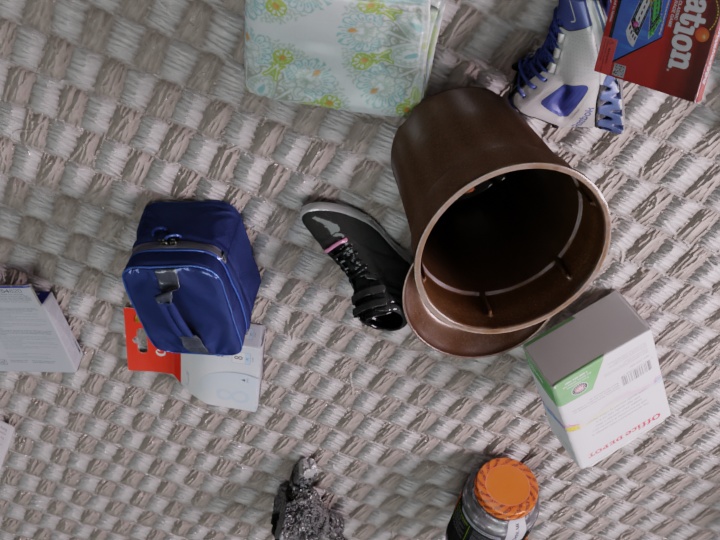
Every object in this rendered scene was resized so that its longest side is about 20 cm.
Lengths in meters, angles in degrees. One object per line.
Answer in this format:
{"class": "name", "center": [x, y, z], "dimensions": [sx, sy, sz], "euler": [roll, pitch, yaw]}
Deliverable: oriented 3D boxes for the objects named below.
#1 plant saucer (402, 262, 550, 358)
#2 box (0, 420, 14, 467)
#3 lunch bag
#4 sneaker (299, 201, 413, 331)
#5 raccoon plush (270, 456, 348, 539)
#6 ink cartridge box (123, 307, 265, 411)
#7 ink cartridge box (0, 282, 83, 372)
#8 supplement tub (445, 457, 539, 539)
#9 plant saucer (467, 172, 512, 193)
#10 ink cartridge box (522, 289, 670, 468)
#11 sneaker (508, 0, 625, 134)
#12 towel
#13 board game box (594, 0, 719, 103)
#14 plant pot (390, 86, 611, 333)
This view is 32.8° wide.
{"class": "plant saucer", "center": [0.146, 0.017, 1.489], "dimensions": [0.199, 0.037, 0.201], "euler": [-4, 121, -7]}
{"class": "box", "center": [-0.699, 0.307, 1.934], "dimensions": [0.199, 0.172, 0.200], "euler": [34, 135, -27]}
{"class": "lunch bag", "center": [-0.209, 0.014, 1.517], "dimensions": [0.135, 0.133, 0.200], "euler": [-1, 140, 12]}
{"class": "sneaker", "center": [0.000, 0.000, 1.488], "dimensions": [0.071, 0.100, 0.200], "euler": [-27, 128, 38]}
{"class": "raccoon plush", "center": [-0.062, 0.393, 1.990], "dimensions": [0.133, 0.097, 0.200], "euler": [12, 141, -17]}
{"class": "ink cartridge box", "center": [-0.237, 0.126, 1.726], "dimensions": [0.199, 0.047, 0.160], "euler": [8, 141, -2]}
{"class": "ink cartridge box", "center": [-0.513, 0.070, 1.715], "dimensions": [0.198, 0.041, 0.200], "euler": [1, 140, 10]}
{"class": "supplement tub", "center": [0.206, 0.381, 1.893], "dimensions": [0.122, 0.123, 0.200], "euler": [10, 142, -2]}
{"class": "plant saucer", "center": [0.172, -0.033, 1.422], "dimensions": [0.199, 0.032, 0.201], "euler": [-4, 123, -6]}
{"class": "ink cartridge box", "center": [0.306, 0.144, 1.569], "dimensions": [0.145, 0.088, 0.200], "euler": [-30, 134, -3]}
{"class": "sneaker", "center": [0.199, -0.205, 1.216], "dimensions": [0.115, 0.081, 0.200], "euler": [-6, 140, 15]}
{"class": "towel", "center": [-0.020, -0.234, 1.249], "dimensions": [0.199, 0.048, 0.172], "euler": [9, 140, 0]}
{"class": "board game box", "center": [0.279, -0.259, 1.077], "dimensions": [0.103, 0.019, 0.201], "euler": [23, 116, 27]}
{"class": "plant pot", "center": [0.124, -0.076, 1.242], "dimensions": [0.199, 0.199, 0.201], "euler": [-9, 129, -11]}
